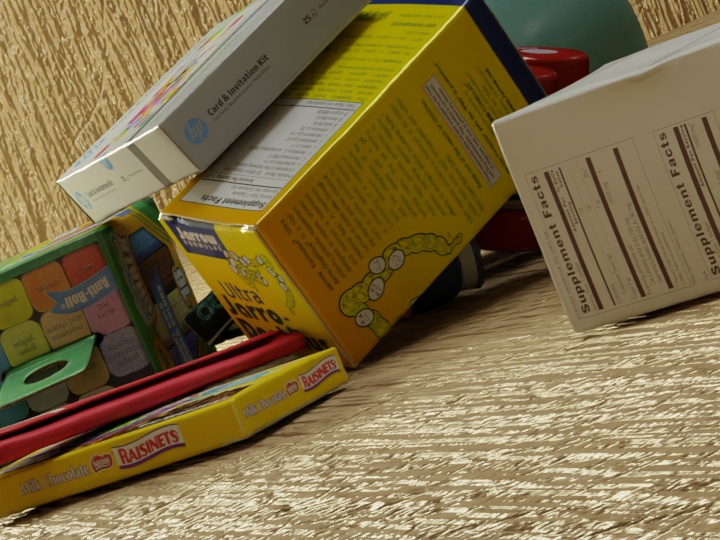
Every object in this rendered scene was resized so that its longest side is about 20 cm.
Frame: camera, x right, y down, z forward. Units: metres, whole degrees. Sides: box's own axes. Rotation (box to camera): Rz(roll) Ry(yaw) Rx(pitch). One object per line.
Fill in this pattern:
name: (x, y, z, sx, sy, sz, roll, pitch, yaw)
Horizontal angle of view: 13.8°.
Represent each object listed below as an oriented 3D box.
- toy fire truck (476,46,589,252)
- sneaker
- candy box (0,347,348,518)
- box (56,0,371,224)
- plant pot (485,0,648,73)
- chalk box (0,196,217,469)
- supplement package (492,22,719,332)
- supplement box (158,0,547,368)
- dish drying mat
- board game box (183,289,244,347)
toy fire truck: (0.054, -0.083, 1.916, 0.167, 0.113, 0.200, 4, 12, 18)
sneaker: (0.000, 0.000, 1.830, 0.082, 0.071, 0.200, -22, 2, -22)
candy box: (-0.111, 0.089, 1.608, 0.199, 0.027, 0.102, -19, 2, 35)
box: (-0.089, -0.106, 1.777, 0.156, 0.041, 0.200, -46, 9, -21)
plant pot: (0.089, -0.127, 2.175, 0.200, 0.201, 0.161, -18, 18, 45)
chalk box: (-0.182, 0.044, 1.868, 0.124, 0.125, 0.200, -22, 4, 11)
supplement package: (0.182, -0.059, 1.368, 0.199, 0.110, 0.114, -18, 6, 41)
supplement box: (0.003, -0.055, 1.703, 0.200, 0.110, 0.109, -47, 28, -21)
dish drying mat: (-0.130, 0.071, 1.643, 0.199, 0.018, 0.077, -21, 0, -25)
board game box: (-0.039, -0.012, 1.978, 0.135, 0.028, 0.200, -46, -7, 11)
